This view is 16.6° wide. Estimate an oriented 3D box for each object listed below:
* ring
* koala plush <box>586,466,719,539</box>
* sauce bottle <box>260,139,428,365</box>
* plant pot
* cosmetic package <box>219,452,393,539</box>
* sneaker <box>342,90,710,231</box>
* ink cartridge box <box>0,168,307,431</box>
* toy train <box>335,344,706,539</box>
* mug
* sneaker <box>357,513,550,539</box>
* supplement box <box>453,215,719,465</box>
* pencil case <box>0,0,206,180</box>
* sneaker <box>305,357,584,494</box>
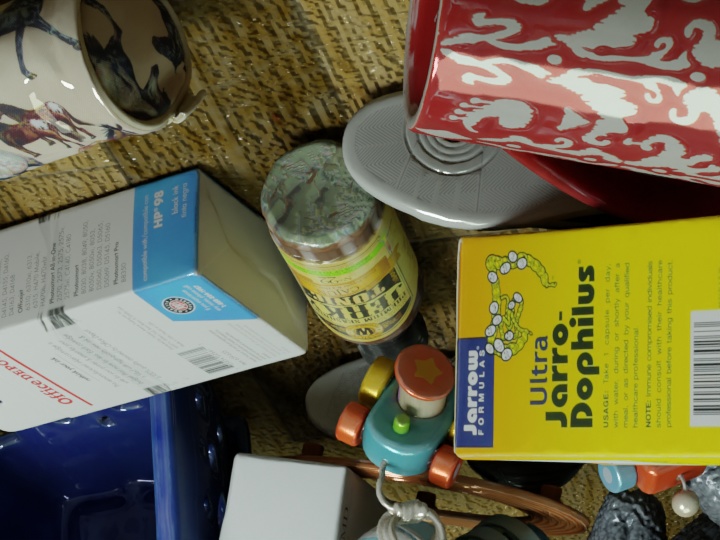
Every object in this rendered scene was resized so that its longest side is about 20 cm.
[{"bbox_3d":[0.041,0.132,1.490,0.200,0.019,0.200,11,167,2],"label":"ring"},{"bbox_3d":[0.237,0.128,1.405,0.184,0.177,0.200,2,110,-9],"label":"koala plush"},{"bbox_3d":[0.000,0.000,1.313,0.065,0.065,0.200,-8,155,12],"label":"sauce bottle"},{"bbox_3d":[-0.165,0.166,1.492,0.200,0.200,0.180,-11,157,18],"label":"plant pot"},{"bbox_3d":[-0.024,0.179,1.479,0.071,0.101,0.200,5,167,15],"label":"cosmetic package"},{"bbox_3d":[0.095,-0.041,1.231,0.200,0.073,0.112,4,166,9],"label":"sneaker"},{"bbox_3d":[-0.143,0.020,1.340,0.200,0.067,0.116,-16,150,24],"label":"ink cartridge box"},{"bbox_3d":[0.090,0.078,1.321,0.200,0.150,0.056,-14,141,-20],"label":"toy train"},{"bbox_3d":[0.121,-0.082,1.067,0.200,0.133,0.178,7,117,-7],"label":"mug"},{"bbox_3d":[0.059,0.171,1.412,0.131,0.080,0.200,-41,155,-22],"label":"sneaker"},{"bbox_3d":[0.151,0.036,1.142,0.109,0.110,0.200,6,173,-42],"label":"supplement box"},{"bbox_3d":[-0.172,-0.074,1.141,0.200,0.078,0.089,-19,128,30],"label":"pencil case"},{"bbox_3d":[0.061,0.101,1.504,0.200,0.071,0.099,0,150,-10],"label":"sneaker"}]
